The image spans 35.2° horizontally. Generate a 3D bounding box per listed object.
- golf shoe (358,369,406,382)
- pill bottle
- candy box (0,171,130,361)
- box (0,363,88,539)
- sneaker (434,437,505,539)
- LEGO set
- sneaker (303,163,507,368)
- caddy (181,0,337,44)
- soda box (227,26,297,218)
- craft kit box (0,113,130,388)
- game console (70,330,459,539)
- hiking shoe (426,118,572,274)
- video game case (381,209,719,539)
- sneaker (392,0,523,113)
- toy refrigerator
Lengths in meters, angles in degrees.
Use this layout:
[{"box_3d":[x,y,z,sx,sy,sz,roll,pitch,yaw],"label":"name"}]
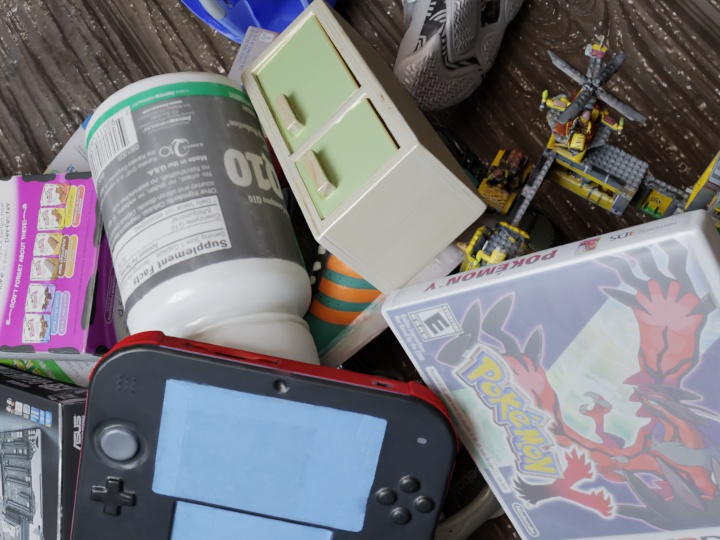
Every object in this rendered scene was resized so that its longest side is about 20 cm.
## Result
[{"box_3d":[-0.060,0.125,0.774,0.200,0.094,0.078,-36,67,14],"label":"golf shoe"},{"box_3d":[-0.096,-0.012,0.701,0.113,0.113,0.200,-25,67,17],"label":"pill bottle"},{"box_3d":[-0.265,-0.001,0.870,0.200,0.061,0.136,0,78,24],"label":"candy box"},{"box_3d":[-0.243,0.156,0.817,0.200,0.050,0.158,7,95,47],"label":"box"},{"box_3d":[0.030,0.164,0.722,0.076,0.092,0.200,42,99,26],"label":"sneaker"},{"box_3d":[0.154,-0.022,0.604,0.200,0.116,0.154,35,70,11],"label":"LEGO set"},{"box_3d":[0.000,0.000,0.729,0.200,0.071,0.080,-42,86,25],"label":"sneaker"},{"box_3d":[-0.090,-0.237,0.827,0.141,0.200,0.105,20,69,26],"label":"caddy"},{"box_3d":[-0.080,-0.073,0.818,0.070,0.063,0.200,15,70,13],"label":"soda box"},{"box_3d":[-0.208,0.011,0.898,0.198,0.049,0.200,-48,63,4],"label":"craft kit box"},{"box_3d":[-0.057,0.128,0.629,0.200,0.031,0.177,12,110,-2],"label":"game console"},{"box_3d":[0.063,-0.042,0.754,0.200,0.101,0.076,42,97,27],"label":"hiking shoe"},{"box_3d":[0.130,0.076,0.584,0.182,0.023,0.200,-16,114,38],"label":"video game case"},{"box_3d":[0.047,-0.195,0.800,0.115,0.075,0.200,15,63,31],"label":"sneaker"},{"box_3d":[-0.007,-0.081,0.666,0.076,0.070,0.200,-42,38,13],"label":"toy refrigerator"}]
